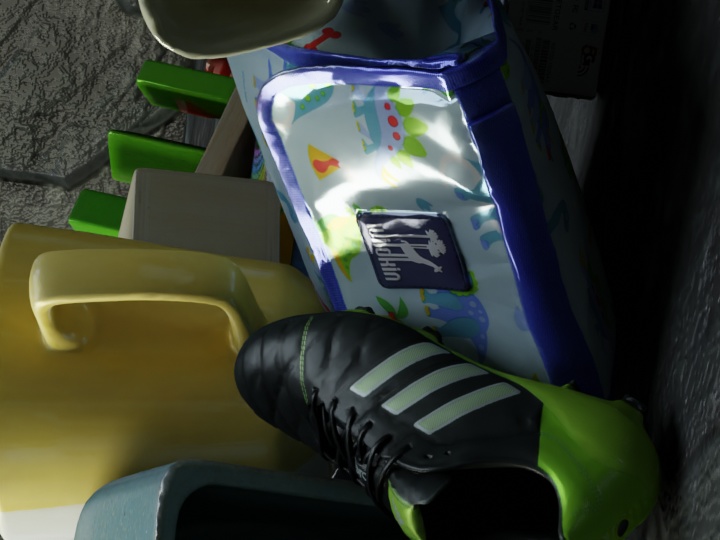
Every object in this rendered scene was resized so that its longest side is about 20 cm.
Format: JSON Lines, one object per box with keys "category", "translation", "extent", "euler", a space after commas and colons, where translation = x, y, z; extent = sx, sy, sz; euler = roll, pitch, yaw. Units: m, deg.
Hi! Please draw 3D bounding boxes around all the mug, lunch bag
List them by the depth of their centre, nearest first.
{"category": "lunch bag", "translation": [0.033, -0.037, 1.121], "extent": [0.200, 0.127, 0.171], "euler": [38, 152, 61]}
{"category": "mug", "translation": [-0.088, 0.056, 1.236], "extent": [0.187, 0.152, 0.151], "euler": [-73, -16, -83]}

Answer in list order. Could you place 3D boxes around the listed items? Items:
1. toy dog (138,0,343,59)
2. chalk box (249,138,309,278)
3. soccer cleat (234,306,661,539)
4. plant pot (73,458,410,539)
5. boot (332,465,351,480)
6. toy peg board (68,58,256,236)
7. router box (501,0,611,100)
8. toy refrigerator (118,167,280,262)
{"category": "toy dog", "translation": [-0.030, -0.189, 1.121], "extent": [0.200, 0.193, 0.140], "euler": [-126, 29, -66]}
{"category": "chalk box", "translation": [0.000, 0.000, 1.452], "extent": [0.125, 0.123, 0.201], "euler": [-125, 42, -76]}
{"category": "soccer cleat", "translation": [0.022, 0.067, 1.059], "extent": [0.081, 0.199, 0.068], "euler": [-47, -43, -37]}
{"category": "plant pot", "translation": [-0.043, 0.189, 1.177], "extent": [0.200, 0.195, 0.198], "euler": [-6, 76, 64]}
{"category": "boot", "translation": [-0.010, 0.207, 1.489], "extent": [0.168, 0.076, 0.201], "euler": [-93, 19, -65]}
{"category": "toy peg board", "translation": [-0.072, -0.049, 1.585], "extent": [0.201, 0.097, 0.199], "euler": [-65, -28, -21]}
{"category": "router box", "translation": [0.089, -0.193, 1.251], "extent": [0.149, 0.051, 0.201], "euler": [-113, 30, -74]}
{"category": "toy refrigerator", "translation": [-0.095, 0.032, 1.404], "extent": [0.200, 0.075, 0.070], "euler": [112, 161, -56]}
